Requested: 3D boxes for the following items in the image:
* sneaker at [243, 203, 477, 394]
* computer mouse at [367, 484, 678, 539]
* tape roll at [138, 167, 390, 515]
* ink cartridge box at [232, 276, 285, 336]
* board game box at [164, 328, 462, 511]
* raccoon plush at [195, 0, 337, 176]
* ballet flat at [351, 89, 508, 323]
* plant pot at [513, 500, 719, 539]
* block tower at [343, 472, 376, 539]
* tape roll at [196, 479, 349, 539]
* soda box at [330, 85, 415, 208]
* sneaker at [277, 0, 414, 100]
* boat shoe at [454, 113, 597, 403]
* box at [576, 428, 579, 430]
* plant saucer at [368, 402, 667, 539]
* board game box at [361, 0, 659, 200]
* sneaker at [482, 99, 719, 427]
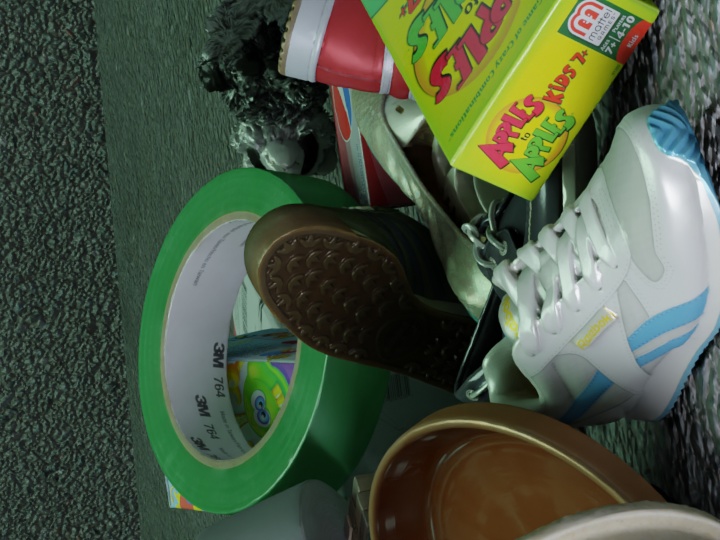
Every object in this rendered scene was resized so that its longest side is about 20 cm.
[{"bbox_3d":[0.000,0.000,1.255,0.067,0.200,0.090,-48,45,15],"label":"sneaker"},{"bbox_3d":[0.079,0.123,1.114,0.199,0.034,0.059,-3,111,45],"label":"computer mouse"},{"bbox_3d":[-0.058,0.042,1.385,0.200,0.048,0.202,-15,71,52],"label":"tape roll"},{"bbox_3d":[-0.034,0.072,1.710,0.200,0.084,0.146,-119,24,-61],"label":"ink cartridge box"},{"bbox_3d":[-0.033,0.096,1.486,0.200,0.104,0.104,-1,99,54],"label":"board game box"},{"bbox_3d":[-0.045,-0.156,1.701,0.134,0.096,0.201,75,-151,-57],"label":"raccoon plush"},{"bbox_3d":[0.054,-0.056,1.254,0.063,0.067,0.200,103,147,-45],"label":"ballet flat"},{"bbox_3d":[0.119,0.218,0.853,0.184,0.200,0.201,-133,35,-51],"label":"plant pot"},{"bbox_3d":[0.042,0.187,1.185,0.054,0.057,0.201,98,160,-52],"label":"block tower"},{"bbox_3d":[-0.012,0.212,1.238,0.201,0.066,0.200,61,-170,-17],"label":"tape roll"},{"bbox_3d":[0.014,-0.137,1.374,0.070,0.063,0.201,180,81,-79],"label":"soda box"},{"bbox_3d":[0.037,-0.171,1.263,0.071,0.112,0.201,98,-170,-62],"label":"sneaker"},{"bbox_3d":[0.075,0.001,1.120,0.201,0.062,0.073,90,-166,-45],"label":"boat shoe"},{"bbox_3d":[0.082,0.165,1.262,0.200,0.060,0.117,97,160,-55],"label":"box"},{"bbox_3d":[0.089,0.146,1.063,0.200,0.032,0.201,28,136,31],"label":"plant saucer"},{"bbox_3d":[0.058,-0.130,1.084,0.102,0.047,0.200,-56,30,21],"label":"board game box"},{"bbox_3d":[0.102,0.007,0.999,0.200,0.080,0.077,99,161,-53],"label":"sneaker"}]
